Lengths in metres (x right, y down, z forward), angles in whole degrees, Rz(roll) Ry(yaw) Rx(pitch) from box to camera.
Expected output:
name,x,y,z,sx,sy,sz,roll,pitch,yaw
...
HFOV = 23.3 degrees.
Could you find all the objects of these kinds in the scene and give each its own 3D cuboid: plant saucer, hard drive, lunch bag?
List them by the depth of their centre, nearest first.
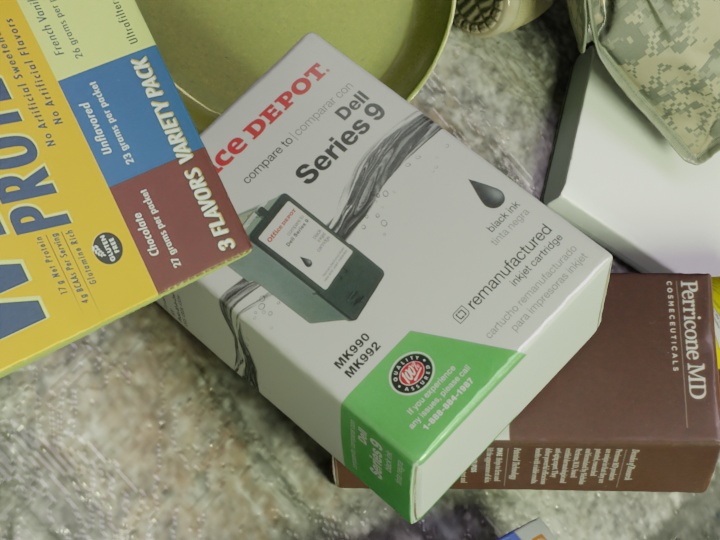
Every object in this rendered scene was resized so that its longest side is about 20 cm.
name,x,y,z,sx,sy,sz,roll,pitch,yaw
plant saucer,-0.047,-0.161,0.967,0.199,0.031,0.201,0,87,-6
lunch bag,0.189,-0.195,1.114,0.200,0.117,0.164,42,29,-32
hard drive,0.213,-0.046,1.159,0.200,0.026,0.132,31,53,-20

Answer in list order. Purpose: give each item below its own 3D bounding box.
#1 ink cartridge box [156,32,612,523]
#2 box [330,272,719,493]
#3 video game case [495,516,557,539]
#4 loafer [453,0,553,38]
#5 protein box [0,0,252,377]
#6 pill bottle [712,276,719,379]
name,x,y,z,sx,sy,sz,roll,pitch,yaw
ink cartridge box,0.000,0.000,0.862,0.200,0.084,0.146,38,70,19
box,0.084,0.059,0.916,0.199,0.075,0.100,0,63,0
video game case,0.082,0.230,0.858,0.181,0.045,0.200,52,34,16
loafer,0.079,-0.246,1.133,0.068,0.076,0.201,-2,80,-44
protein box,-0.192,-0.009,0.701,0.198,0.200,0.135,-27,93,-35
pill bottle,0.221,0.058,1.057,0.200,0.109,0.110,-2,69,-37
